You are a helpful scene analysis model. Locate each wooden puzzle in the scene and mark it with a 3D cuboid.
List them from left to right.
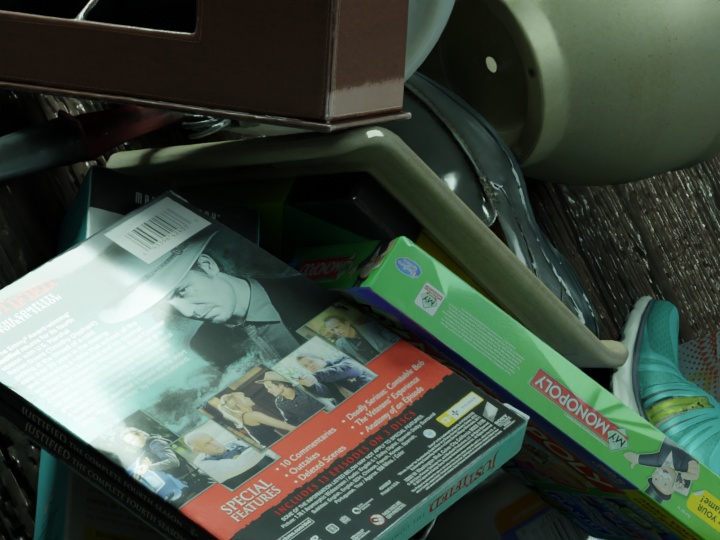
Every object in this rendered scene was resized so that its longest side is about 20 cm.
[{"bbox_3d":[0.000,0.000,1.219,0.200,0.185,0.037,39,64,-34],"label":"wooden puzzle"}]

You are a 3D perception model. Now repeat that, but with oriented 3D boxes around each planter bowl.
[{"bbox_3d":[0.110,-0.133,1.496,0.135,0.200,0.200,-23,87,-34],"label":"planter bowl"}]

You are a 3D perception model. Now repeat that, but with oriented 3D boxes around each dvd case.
[{"bbox_3d":[-0.054,0.049,1.053,0.200,0.022,0.146,33,44,24],"label":"dvd case"}]

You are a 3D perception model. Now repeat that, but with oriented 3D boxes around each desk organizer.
[{"bbox_3d":[-0.079,-0.112,1.136,0.072,0.200,0.077,-14,111,-60],"label":"desk organizer"}]

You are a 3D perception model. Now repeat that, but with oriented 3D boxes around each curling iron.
[{"bbox_3d":[-0.120,-0.061,1.166,0.200,0.050,0.026,-16,98,-40],"label":"curling iron"}]

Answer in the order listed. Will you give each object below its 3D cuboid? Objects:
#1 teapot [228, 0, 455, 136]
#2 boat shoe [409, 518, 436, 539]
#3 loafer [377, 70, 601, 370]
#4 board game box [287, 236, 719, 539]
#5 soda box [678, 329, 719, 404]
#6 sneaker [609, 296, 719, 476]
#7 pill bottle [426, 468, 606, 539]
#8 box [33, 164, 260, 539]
[{"bbox_3d":[-0.046,-0.165,1.290,0.197,0.200,0.146,29,13,-18],"label":"teapot"},{"bbox_3d":[0.005,0.094,1.114,0.074,0.060,0.200,62,22,-3],"label":"boat shoe"},{"bbox_3d":[0.053,-0.026,1.394,0.200,0.073,0.072,53,23,9],"label":"loafer"},{"bbox_3d":[0.064,0.056,1.151,0.200,0.135,0.029,37,77,-15],"label":"board game box"},{"bbox_3d":[0.208,0.133,1.534,0.064,0.068,0.200,46,34,-36],"label":"soda box"},{"bbox_3d":[0.185,0.100,1.493,0.078,0.080,0.200,74,9,-48],"label":"sneaker"},{"bbox_3d":[0.102,0.187,1.284,0.200,0.112,0.112,62,30,-4],"label":"pill bottle"},{"bbox_3d":[-0.091,0.054,1.122,0.082,0.049,0.200,15,49,-19],"label":"box"}]
